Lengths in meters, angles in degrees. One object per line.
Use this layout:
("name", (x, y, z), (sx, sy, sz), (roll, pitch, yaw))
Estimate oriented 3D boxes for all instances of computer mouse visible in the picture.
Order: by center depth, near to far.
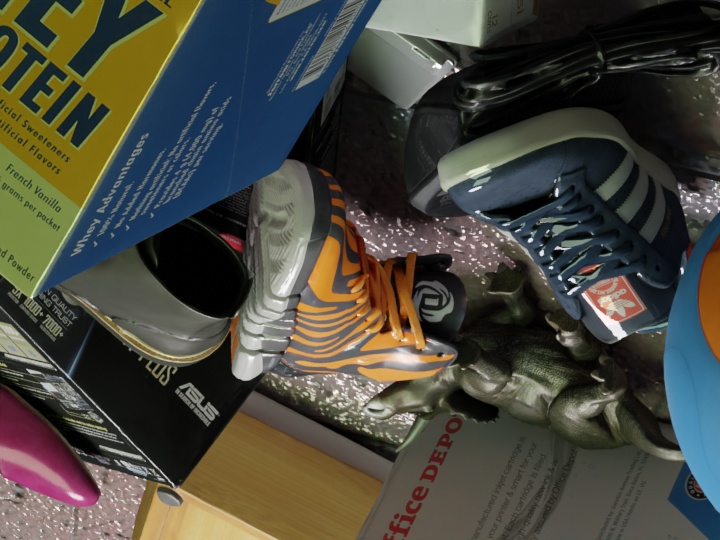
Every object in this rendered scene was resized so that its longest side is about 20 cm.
("computer mouse", (0.076, -0.079, 1.344), (0.200, 0.138, 0.053), (134, 121, -66))

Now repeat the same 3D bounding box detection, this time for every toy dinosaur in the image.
("toy dinosaur", (0.100, 0.056, 1.543), (0.200, 0.077, 0.102), (10, 157, 16))

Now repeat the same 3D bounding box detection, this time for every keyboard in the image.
("keyboard", (-0.046, -0.144, 1.414), (0.200, 0.011, 0.056), (35, 153, -10))

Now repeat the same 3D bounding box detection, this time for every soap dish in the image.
("soap dish", (-0.060, 0.159, 1.787), (0.157, 0.081, 0.200), (27, 150, 3))

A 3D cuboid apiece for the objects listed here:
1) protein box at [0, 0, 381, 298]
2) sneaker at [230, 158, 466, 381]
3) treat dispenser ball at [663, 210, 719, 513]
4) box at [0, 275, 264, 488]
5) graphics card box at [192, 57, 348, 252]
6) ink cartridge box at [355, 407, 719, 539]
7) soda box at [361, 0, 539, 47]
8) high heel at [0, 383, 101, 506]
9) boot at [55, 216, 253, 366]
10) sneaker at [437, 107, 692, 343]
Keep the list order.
("protein box", (-0.085, -0.127, 1.195), (0.135, 0.200, 0.199), (40, 120, 12))
("sneaker", (0.000, 0.000, 1.465), (0.112, 0.078, 0.200), (2, 161, -8))
("treat dispenser ball", (0.230, 0.040, 1.275), (0.201, 0.201, 0.201), (20, 147, 13))
("box", (-0.175, 0.024, 1.638), (0.164, 0.086, 0.200), (48, 158, -29))
("graphics card box", (-0.073, -0.087, 1.468), (0.125, 0.051, 0.200), (23, 153, 10))
("ink cartridge box", (0.112, 0.152, 1.583), (0.200, 0.145, 0.084), (11, 145, 26))
("soda box", (-0.021, -0.151, 1.309), (0.200, 0.064, 0.068), (13, 112, 25))
("high heel", (-0.241, 0.092, 1.630), (0.200, 0.096, 0.067), (33, 160, 14))
("boot", (-0.140, -0.031, 1.453), (0.200, 0.078, 0.138), (28, 167, -7))
("sneaker", (0.102, -0.014, 1.328), (0.075, 0.085, 0.200), (-22, 163, 25))
